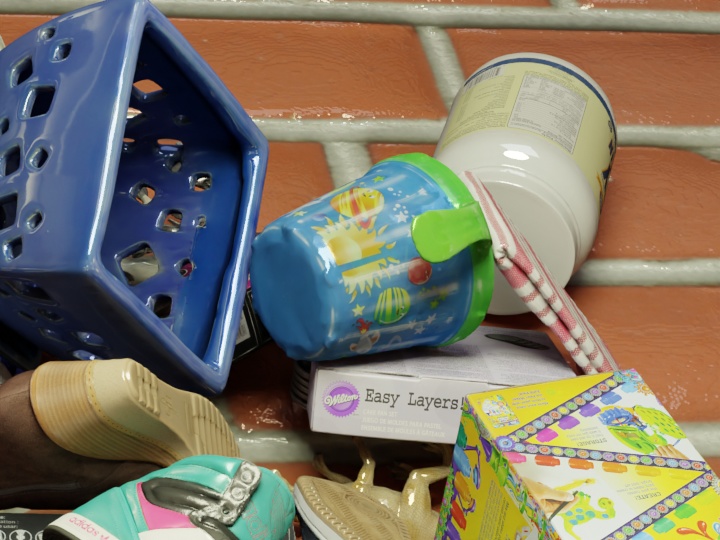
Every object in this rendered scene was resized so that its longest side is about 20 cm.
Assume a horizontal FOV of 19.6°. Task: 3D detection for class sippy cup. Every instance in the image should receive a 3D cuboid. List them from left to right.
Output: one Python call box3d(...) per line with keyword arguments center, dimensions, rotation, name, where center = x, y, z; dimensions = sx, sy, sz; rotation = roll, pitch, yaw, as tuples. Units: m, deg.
box3d(center=(0.000, 0.000, 1.410), dimensions=(0.130, 0.179, 0.140), rotation=(-18, 51, -38), name="sippy cup")

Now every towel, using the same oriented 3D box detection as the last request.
box3d(center=(0.136, 0.029, 1.495), dimensions=(0.030, 0.200, 0.146), rotation=(-37, 22, 6), name="towel")

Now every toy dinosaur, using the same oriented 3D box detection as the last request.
box3d(center=(0.031, 0.165, 1.423), dimensions=(0.198, 0.058, 0.102), rotation=(16, 48, -1), name="toy dinosaur")

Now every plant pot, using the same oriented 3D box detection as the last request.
box3d(center=(-0.190, -0.042, 1.372), dimensions=(0.178, 0.200, 0.201), rotation=(-2, 64, 23), name="plant pot")

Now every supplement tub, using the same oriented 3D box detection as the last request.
box3d(center=(0.126, -0.070, 1.677), dimensions=(0.144, 0.146, 0.200), rotation=(13, 36, 6), name="supplement tub")

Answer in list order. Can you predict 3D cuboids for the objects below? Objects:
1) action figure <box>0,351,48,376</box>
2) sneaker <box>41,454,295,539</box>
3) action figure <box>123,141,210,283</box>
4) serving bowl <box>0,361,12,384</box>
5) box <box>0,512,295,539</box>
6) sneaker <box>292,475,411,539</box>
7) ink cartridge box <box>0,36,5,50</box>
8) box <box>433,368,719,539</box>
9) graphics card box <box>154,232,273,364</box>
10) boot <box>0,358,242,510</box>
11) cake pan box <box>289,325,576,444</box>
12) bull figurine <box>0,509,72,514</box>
box3d(center=(-0.246, 0.067, 1.484), dimensions=(0.065, 0.052, 0.201), rotation=(-15, 33, 8), name="action figure")
box3d(center=(-0.069, 0.171, 1.160), dimensions=(0.199, 0.084, 0.121), rotation=(31, 49, 30), name="sneaker")
box3d(center=(-0.196, -0.033, 1.576), dimensions=(0.101, 0.120, 0.199), rotation=(13, 21, 34), name="action figure")
box3d(center=(-0.324, 0.093, 1.369), dimensions=(0.198, 0.066, 0.201), rotation=(-10, 31, 6), name="serving bowl")
box3d(center=(-0.138, 0.227, 1.232), dimensions=(0.198, 0.115, 0.133), rotation=(3, 34, -10), name="box")
box3d(center=(-0.005, 0.207, 1.240), dimensions=(0.070, 0.109, 0.200), rotation=(15, 14, -30), name="sneaker")
box3d(center=(-0.351, -0.103, 1.571), dimensions=(0.144, 0.201, 0.145), rotation=(-9, 38, -23), name="ink cartridge box")
box3d(center=(0.137, 0.202, 1.251), dimensions=(0.121, 0.201, 0.193), rotation=(-7, 39, -22), name="box")
box3d(center=(-0.106, 0.027, 1.533), dimensions=(0.125, 0.051, 0.199), rotation=(2, 24, 45), name="graphics card box")
box3d(center=(-0.172, 0.121, 1.273), dimensions=(0.165, 0.200, 0.073), rotation=(-17, 53, 17), name="boot")
box3d(center=(0.050, 0.076, 1.481), dimensions=(0.198, 0.053, 0.184), rotation=(5, 9, -7), name="cake pan box")
box3d(center=(-0.184, 0.175, 1.338), dimensions=(0.198, 0.066, 0.122), rotation=(-2, 32, -18), name="bull figurine")
